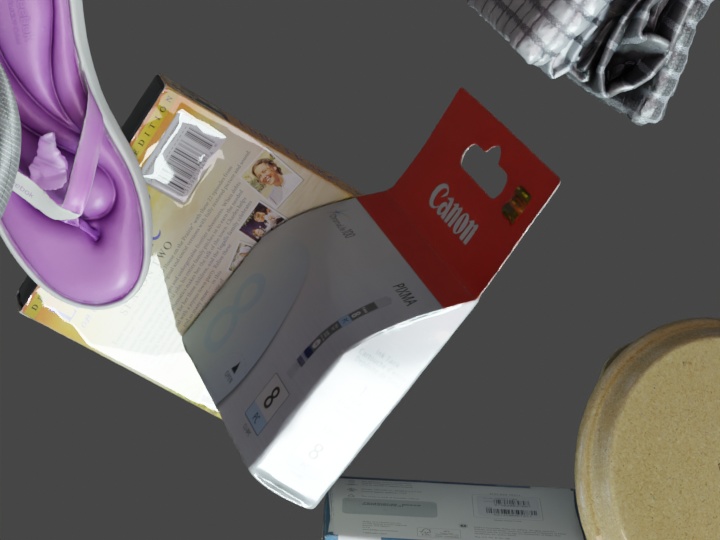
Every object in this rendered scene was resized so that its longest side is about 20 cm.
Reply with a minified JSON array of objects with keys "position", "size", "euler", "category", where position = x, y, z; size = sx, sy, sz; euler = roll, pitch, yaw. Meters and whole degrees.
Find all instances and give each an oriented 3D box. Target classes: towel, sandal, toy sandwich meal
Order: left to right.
[{"position":[-0.163,-0.073,1.168],"size":[0.082,0.050,0.203],"euler":[-14,100,10],"category":"sandal"},{"position":[0.132,-0.171,1.144],"size":[0.086,0.200,0.166],"euler":[37,99,-24],"category":"towel"},{"position":[0.198,0.125,1.307],"size":[0.205,0.070,0.206],"euler":[5,77,-23],"category":"toy sandwich meal"}]

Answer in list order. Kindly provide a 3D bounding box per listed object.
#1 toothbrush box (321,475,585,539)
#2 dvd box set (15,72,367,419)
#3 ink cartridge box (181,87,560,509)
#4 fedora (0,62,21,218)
[{"position":[0.046,0.225,1.314],"size":[0.146,0.085,0.201],"euler":[2,108,0],"category":"toothbrush box"},{"position":[-0.063,0.005,1.250],"size":[0.200,0.029,0.147],"euler":[29,101,-22],"category":"dvd box set"},{"position":[0.000,0.000,1.160],"size":[0.047,0.160,0.200],"euler":[33,99,-25],"category":"ink cartridge box"},{"position":[-0.250,-0.075,1.133],"size":[0.176,0.090,0.200],"euler":[24,115,-8],"category":"fedora"}]
